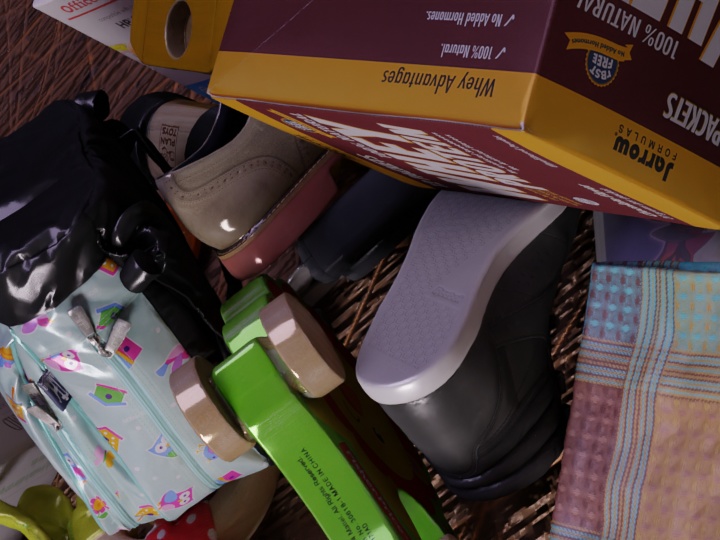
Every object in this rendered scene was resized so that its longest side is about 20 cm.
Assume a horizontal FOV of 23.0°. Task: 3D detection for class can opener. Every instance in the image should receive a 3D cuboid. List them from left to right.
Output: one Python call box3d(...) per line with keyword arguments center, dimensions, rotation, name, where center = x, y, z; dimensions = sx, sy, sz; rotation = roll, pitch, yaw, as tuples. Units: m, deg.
box3d(center=(0.000, 0.000, 0.974), dimensions=(0.200, 0.053, 0.067), rotation=(-42, 72, 29), name="can opener")

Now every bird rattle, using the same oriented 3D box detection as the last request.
box3d(center=(-0.110, 0.134, 0.984), dimensions=(0.199, 0.113, 0.164), rotation=(-1, 51, 50), name="bird rattle")

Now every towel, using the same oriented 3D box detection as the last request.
box3d(center=(0.157, 0.068, 0.704), dimensions=(0.199, 0.022, 0.148), rotation=(2, 79, 49), name="towel")

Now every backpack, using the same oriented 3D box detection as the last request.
box3d(center=(-0.124, 0.032, 0.897), dimensions=(0.126, 0.201, 0.167), rotation=(-25, 31, 6), name="backpack")

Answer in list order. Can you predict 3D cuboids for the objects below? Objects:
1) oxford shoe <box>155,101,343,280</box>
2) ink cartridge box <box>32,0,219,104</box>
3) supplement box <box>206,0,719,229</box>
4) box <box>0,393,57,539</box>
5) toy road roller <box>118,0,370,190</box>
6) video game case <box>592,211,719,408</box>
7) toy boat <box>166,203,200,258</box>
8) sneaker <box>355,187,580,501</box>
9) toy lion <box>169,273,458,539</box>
box3d(center=(-0.022, -0.093, 0.868), dimensions=(0.201, 0.075, 0.070), rotation=(-55, 18, -22), name="oxford shoe")
box3d(center=(-0.121, -0.179, 1.100), dimensions=(0.115, 0.199, 0.068), rotation=(-11, 60, 50), name="ink cartridge box")
box3d(center=(0.067, -0.140, 0.747), dimensions=(0.196, 0.132, 0.202), rotation=(11, 84, 48), name="supplement box")
box3d(center=(-0.311, 0.150, 1.103), dimensions=(0.201, 0.170, 0.199), rotation=(-60, -3, 5), name="box")
box3d(center=(-0.044, -0.121, 0.987), dimensions=(0.123, 0.145, 0.202), rotation=(15, 102, 56), name="toy road roller")
box3d(center=(0.175, -0.044, 0.777), dimensions=(0.182, 0.023, 0.201), rotation=(-31, 46, 39), name="video game case")
box3d(center=(-0.156, 0.006, 1.123), dimensions=(0.131, 0.131, 0.200), rotation=(-39, 26, -19), name="toy boat")
box3d(center=(0.068, 0.022, 0.817), dimensions=(0.070, 0.100, 0.200), rotation=(-6, 36, 35), name="sneaker")
box3d(center=(-0.003, 0.089, 0.820), dimensions=(0.068, 0.192, 0.201), rotation=(-36, 80, 7), name="toy lion")
